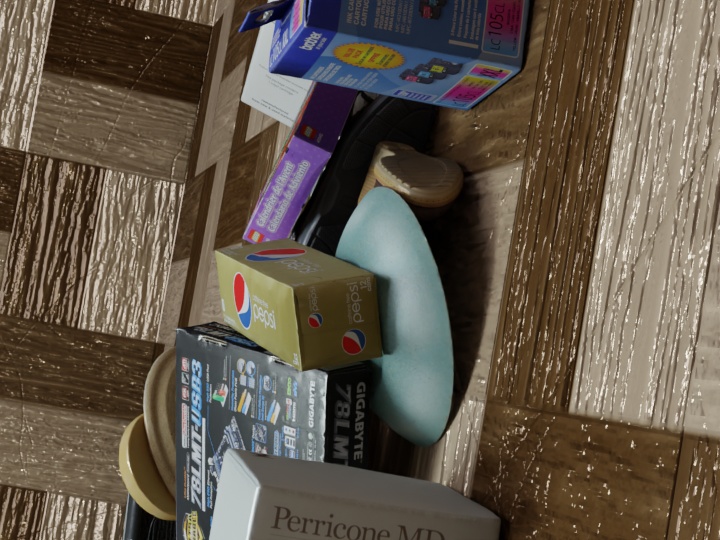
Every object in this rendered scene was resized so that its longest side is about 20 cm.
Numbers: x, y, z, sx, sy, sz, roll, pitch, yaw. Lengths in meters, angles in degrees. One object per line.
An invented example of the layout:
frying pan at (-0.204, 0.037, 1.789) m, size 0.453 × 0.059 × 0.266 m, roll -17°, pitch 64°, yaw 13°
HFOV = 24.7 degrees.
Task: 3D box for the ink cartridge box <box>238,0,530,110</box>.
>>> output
ink cartridge box at (0.012, -0.186, 1.234) m, size 0.136 × 0.198 × 0.077 m, roll 148°, pitch 132°, yaw -74°

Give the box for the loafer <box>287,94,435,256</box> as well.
loafer at (-0.008, -0.085, 1.437) m, size 0.201 × 0.072 × 0.063 m, roll -60°, pitch 34°, yaw 8°

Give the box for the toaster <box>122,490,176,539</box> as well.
toaster at (-0.146, 0.307, 1.603) m, size 0.119 × 0.179 × 0.201 m, roll 106°, pitch 167°, yaw -46°

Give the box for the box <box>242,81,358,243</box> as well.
box at (-0.039, -0.128, 1.454) m, size 0.137 × 0.039 × 0.201 m, roll 120°, pitch 173°, yaw -45°

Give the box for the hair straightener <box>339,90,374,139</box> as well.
hair straightener at (-0.019, -0.088, 1.514) m, size 0.077 × 0.041 × 0.201 m, roll 46°, pitch 136°, yaw 41°

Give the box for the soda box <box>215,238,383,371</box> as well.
soda box at (-0.051, 0.023, 1.269) m, size 0.200 × 0.067 × 0.065 m, roll -159°, pitch 61°, yaw -67°

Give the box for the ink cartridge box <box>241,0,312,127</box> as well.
ink cartridge box at (-0.035, -0.264, 1.671) m, size 0.145 × 0.084 × 0.201 m, roll -53°, pitch -12°, yaw -48°

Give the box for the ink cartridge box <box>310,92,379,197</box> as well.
ink cartridge box at (-0.010, -0.106, 1.647) m, size 0.201 × 0.050 × 0.163 m, roll 106°, pitch 167°, yaw -45°

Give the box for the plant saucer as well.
plant saucer at (0.014, 0.039, 1.255) m, size 0.201 × 0.038 × 0.203 m, roll 169°, pitch 90°, yaw -71°

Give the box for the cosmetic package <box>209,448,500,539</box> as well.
cosmetic package at (-0.020, 0.239, 1.099) m, size 0.166 × 0.166 × 0.202 m, roll -172°, pitch 92°, yaw -79°

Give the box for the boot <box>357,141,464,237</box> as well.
boot at (0.035, -0.010, 1.331) m, size 0.200 × 0.072 × 0.168 m, roll -124°, pitch 38°, yaw -76°

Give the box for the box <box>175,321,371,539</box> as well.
box at (-0.075, 0.156, 1.304) m, size 0.198 × 0.049 × 0.202 m, roll 12°, pitch 104°, yaw 49°

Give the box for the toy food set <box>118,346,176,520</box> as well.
toy food set at (-0.134, 0.164, 1.503) m, size 0.048 × 0.198 × 0.201 m, roll -27°, pitch 36°, yaw 28°
